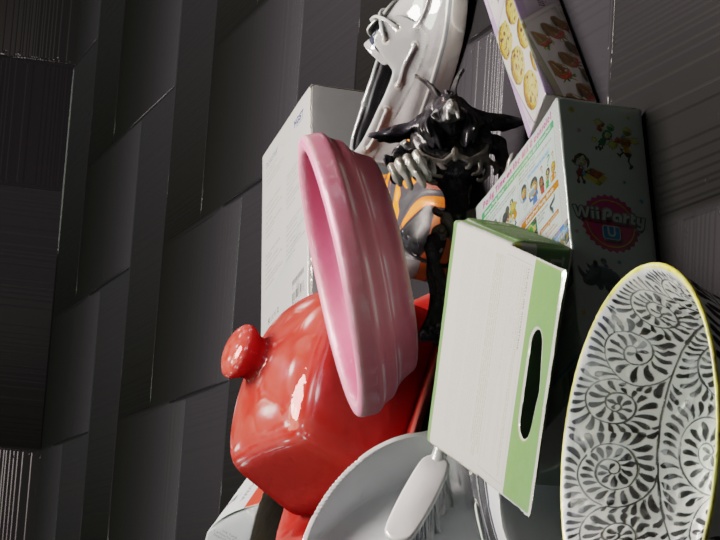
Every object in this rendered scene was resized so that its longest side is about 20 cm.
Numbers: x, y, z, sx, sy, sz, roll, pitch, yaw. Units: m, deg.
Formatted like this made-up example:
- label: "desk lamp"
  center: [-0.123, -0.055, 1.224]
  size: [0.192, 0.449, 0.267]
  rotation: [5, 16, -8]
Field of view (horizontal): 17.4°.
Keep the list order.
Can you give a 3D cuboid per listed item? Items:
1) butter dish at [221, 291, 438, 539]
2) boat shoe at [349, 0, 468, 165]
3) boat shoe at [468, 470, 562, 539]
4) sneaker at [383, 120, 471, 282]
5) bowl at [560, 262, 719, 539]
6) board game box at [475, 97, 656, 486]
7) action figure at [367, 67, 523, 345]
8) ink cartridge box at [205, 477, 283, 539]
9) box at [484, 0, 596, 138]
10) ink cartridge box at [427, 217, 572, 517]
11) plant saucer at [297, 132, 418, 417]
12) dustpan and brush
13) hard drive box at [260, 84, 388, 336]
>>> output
- label: "butter dish"
  center: [-0.039, 0.090, 1.798]
  size: [0.200, 0.147, 0.201]
  rotation: [-29, 36, 58]
- label: "boat shoe"
  center: [0.036, -0.176, 1.870]
  size: [0.072, 0.068, 0.201]
  rotation: [-108, 29, -55]
- label: "boat shoe"
  center: [0.100, 0.109, 1.556]
  size: [0.068, 0.071, 0.202]
  rotation: [131, 135, -60]
- label: "sneaker"
  center: [0.040, -0.066, 1.829]
  size: [0.200, 0.077, 0.113]
  rotation: [33, 112, 60]
- label: "bowl"
  center: [0.183, 0.102, 1.220]
  size: [0.201, 0.093, 0.203]
  rotation: [-173, 90, -74]
- label: "board game box"
  center: [0.131, 0.016, 1.485]
  size: [0.148, 0.064, 0.201]
  rotation: [125, 146, -57]
- label: "action figure"
  center: [0.072, -0.055, 1.636]
  size: [0.102, 0.118, 0.202]
  rotation: [119, 144, -73]
- label: "ink cartridge box"
  center: [-0.073, 0.163, 2.001]
  size: [0.163, 0.057, 0.201]
  rotation: [-54, -20, -47]
- label: "box"
  center: [0.120, -0.163, 1.633]
  size: [0.201, 0.038, 0.042]
  rotation: [-102, 26, -47]
- label: "ink cartridge box"
  center: [0.096, 0.055, 1.403]
  size: [0.200, 0.048, 0.147]
  rotation: [-152, 68, -70]
- label: "plant saucer"
  center: [0.000, 0.000, 1.651]
  size: [0.201, 0.050, 0.202]
  rotation: [168, 90, -85]
- label: "dustpan and brush"
  center: [0.051, 0.144, 1.667]
  size: [0.057, 0.139, 0.201]
  rotation: [83, -153, -46]
- label: "hard drive box"
  center: [-0.031, -0.035, 2.031]
  size: [0.156, 0.076, 0.202]
  rotation: [131, 142, -62]
